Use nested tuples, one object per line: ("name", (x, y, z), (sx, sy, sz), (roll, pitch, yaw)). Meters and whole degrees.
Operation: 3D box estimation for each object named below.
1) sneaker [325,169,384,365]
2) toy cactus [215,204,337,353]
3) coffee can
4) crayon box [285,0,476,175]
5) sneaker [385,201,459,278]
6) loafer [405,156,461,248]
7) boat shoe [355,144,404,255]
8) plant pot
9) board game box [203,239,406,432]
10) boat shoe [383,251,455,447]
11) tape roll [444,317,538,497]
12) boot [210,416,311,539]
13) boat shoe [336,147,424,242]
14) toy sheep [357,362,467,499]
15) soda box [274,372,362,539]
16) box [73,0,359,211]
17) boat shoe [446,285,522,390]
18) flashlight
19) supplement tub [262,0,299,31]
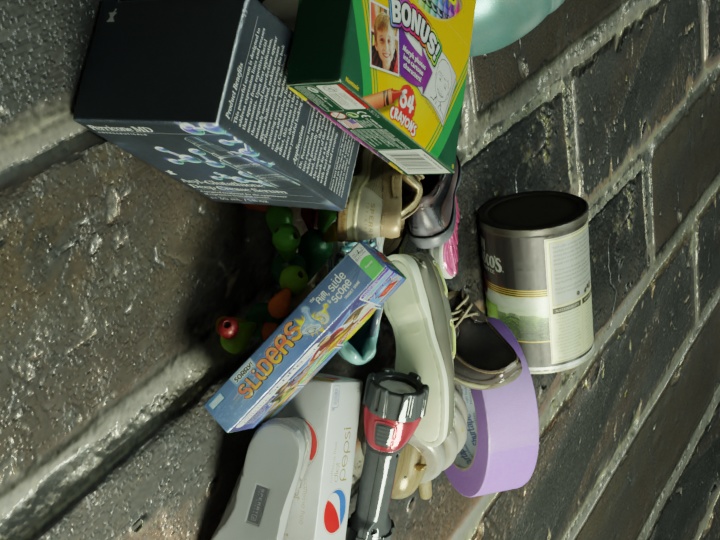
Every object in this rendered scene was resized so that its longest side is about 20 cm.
("sneaker", (0.000, 0.000, 1.219), (0.076, 0.086, 0.203), (-7, 112, -16))
("toy cactus", (-0.076, 0.012, 1.152), (0.166, 0.101, 0.202), (84, 25, -56))
("coffee can", (0.234, 0.014, 1.597), (0.146, 0.144, 0.203), (-36, 125, -51))
("crayon box", (0.025, -0.197, 1.009), (0.199, 0.058, 0.175), (29, 66, -55))
("sneaker", (0.066, -0.062, 1.377), (0.201, 0.086, 0.074), (-84, 163, -49))
("loafer", (0.073, -0.109, 1.322), (0.202, 0.071, 0.064), (-90, 164, -50))
("boat shoe", (-0.001, -0.100, 1.260), (0.065, 0.071, 0.202), (-102, 173, -47))
("plant pot", (0.105, -0.310, 1.307), (0.134, 0.200, 0.200), (-48, 141, -5))
("board game box", (-0.046, 0.062, 1.097), (0.200, 0.034, 0.135), (-46, 170, 3))
("boat shoe", (0.071, 0.080, 1.270), (0.060, 0.071, 0.205), (-11, 91, -48))
("tape roll", (0.139, 0.160, 1.418), (0.065, 0.200, 0.204), (-6, 104, -16))
("boot", (-0.094, 0.237, 1.159), (0.096, 0.073, 0.203), (12, 100, -80))
("boat shoe", (0.027, -0.071, 1.125), (0.200, 0.063, 0.072), (-64, 157, -63))
("toy sheep", (0.060, 0.169, 1.358), (0.202, 0.136, 0.139), (-73, 151, -44))
("soda box", (-0.051, 0.207, 1.226), (0.063, 0.067, 0.204), (8, 89, -59))
("box", (-0.108, -0.134, 0.993), (0.199, 0.146, 0.109), (31, 69, -56))
("boat shoe", (0.096, 0.060, 1.323), (0.074, 0.199, 0.074), (-34, 133, -24))
("flashlight", (0.023, 0.205, 1.251), (0.067, 0.068, 0.203), (-1, 113, -26))
("supplement tub", (-0.004, -0.255, 1.151), (0.201, 0.142, 0.145), (-61, 142, -34))
